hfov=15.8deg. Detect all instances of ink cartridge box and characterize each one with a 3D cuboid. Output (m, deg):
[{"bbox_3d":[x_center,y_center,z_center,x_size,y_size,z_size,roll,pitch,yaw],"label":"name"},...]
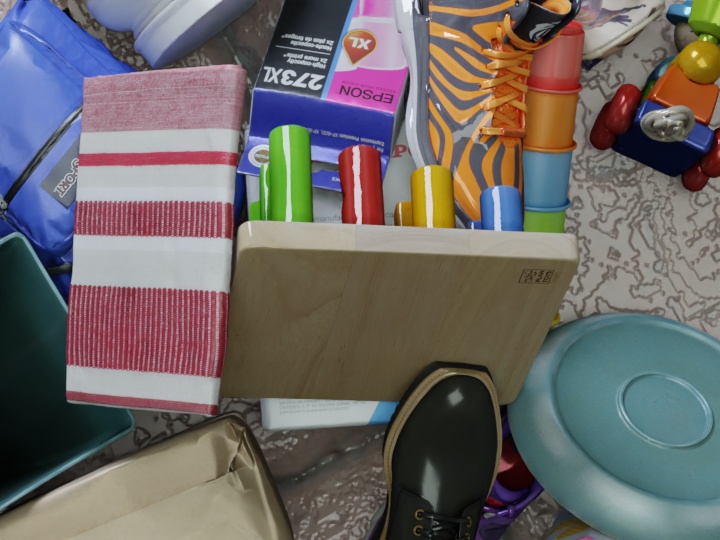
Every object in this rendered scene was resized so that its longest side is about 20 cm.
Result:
[{"bbox_3d":[-0.011,-0.138,1.681,0.094,0.037,0.201,10,54,8],"label":"ink cartridge box"},{"bbox_3d":[0.000,0.000,1.710,0.144,0.085,0.201,-3,90,-2],"label":"ink cartridge box"}]

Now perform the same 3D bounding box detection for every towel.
[{"bbox_3d":[-0.120,-0.018,1.528,0.023,0.144,0.201,6,87,-41],"label":"towel"}]

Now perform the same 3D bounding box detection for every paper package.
[{"bbox_3d":[-0.141,0.170,1.646,0.190,0.200,0.104,-23,89,-2],"label":"paper package"}]

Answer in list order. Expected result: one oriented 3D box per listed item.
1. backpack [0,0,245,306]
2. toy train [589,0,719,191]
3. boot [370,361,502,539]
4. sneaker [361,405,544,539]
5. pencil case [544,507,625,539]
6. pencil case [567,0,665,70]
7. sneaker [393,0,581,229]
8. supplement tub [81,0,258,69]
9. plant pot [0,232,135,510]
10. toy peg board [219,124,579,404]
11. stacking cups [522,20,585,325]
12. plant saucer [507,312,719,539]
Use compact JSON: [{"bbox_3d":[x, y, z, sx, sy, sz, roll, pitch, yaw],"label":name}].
[{"bbox_3d":[-0.182,-0.057,1.669,0.200,0.168,0.163,39,93,0],"label":"backpack"},{"bbox_3d":[0.214,-0.127,1.661,0.084,0.200,0.116,24,84,0],"label":"toy train"},{"bbox_3d":[0.054,0.172,1.596,0.077,0.139,0.201,4,117,-11],"label":"boot"},{"bbox_3d":[0.068,0.153,1.707,0.081,0.083,0.200,38,91,1],"label":"sneaker"},{"bbox_3d":[0.148,0.203,1.649,0.083,0.200,0.091,-15,95,16],"label":"pencil case"},{"bbox_3d":[0.121,-0.232,1.722,0.078,0.089,0.201,-33,89,27],"label":"pencil case"},{"bbox_3d":[0.086,-0.121,1.623,0.112,0.077,0.201,-24,74,41],"label":"sneaker"},{"bbox_3d":[-0.146,-0.247,1.684,0.145,0.145,0.200,-37,89,-2],"label":"supplement tub"},{"bbox_3d":[-0.267,0.093,1.638,0.141,0.200,0.142,-31,90,-32],"label":"plant pot"},{"bbox_3d":[0.013,-0.006,1.583,0.198,0.200,0.098,2,62,-9],"label":"toy peg board"},{"bbox_3d":[0.110,-0.065,1.694,0.060,0.061,0.201,4,108,-1],"label":"stacking cups"},{"bbox_3d":[0.193,0.097,1.673,0.199,0.027,0.201,9,45,-9],"label":"plant saucer"}]
